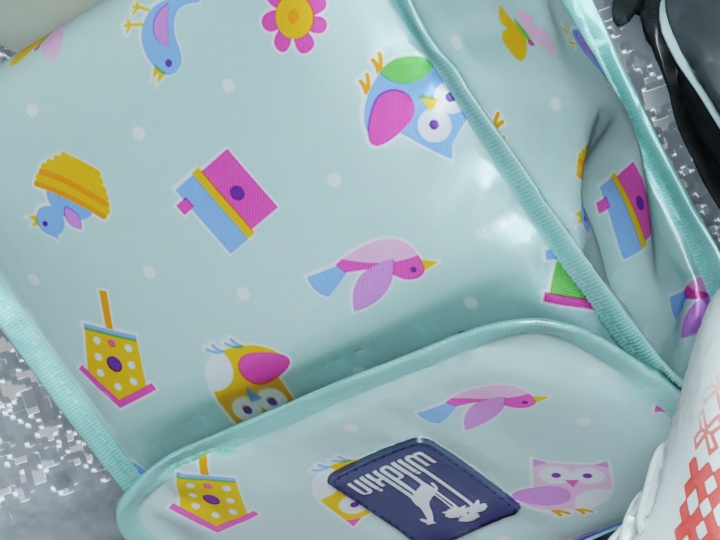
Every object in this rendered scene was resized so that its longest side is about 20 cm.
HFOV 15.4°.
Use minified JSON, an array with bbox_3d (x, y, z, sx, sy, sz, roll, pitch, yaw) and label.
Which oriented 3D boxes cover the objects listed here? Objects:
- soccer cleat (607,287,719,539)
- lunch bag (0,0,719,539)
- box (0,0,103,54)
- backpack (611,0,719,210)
[{"bbox_3d":[0.071,0.098,0.670,0.085,0.069,0.200,7,110,16],"label":"soccer cleat"},{"bbox_3d":[0.000,0.000,0.731,0.170,0.122,0.200,-26,99,29],"label":"lunch bag"},{"bbox_3d":[-0.027,-0.134,0.782,0.200,0.068,0.082,-23,65,19],"label":"box"},{"bbox_3d":[0.165,-0.006,0.616,0.150,0.178,0.200,-14,104,23],"label":"backpack"}]
